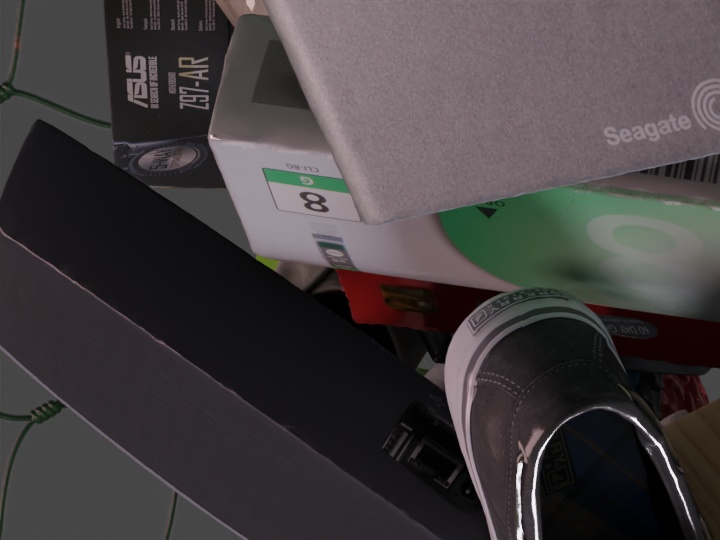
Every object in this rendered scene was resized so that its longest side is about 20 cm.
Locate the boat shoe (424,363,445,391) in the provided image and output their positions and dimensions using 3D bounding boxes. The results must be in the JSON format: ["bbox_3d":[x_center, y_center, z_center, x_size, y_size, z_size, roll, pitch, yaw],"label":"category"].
[{"bbox_3d":[0.045,0.083,1.026,0.072,0.071,0.200,45,174,-10],"label":"boat shoe"}]

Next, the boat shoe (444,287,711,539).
[{"bbox_3d":[0.079,0.095,0.857,0.066,0.070,0.200,-122,13,-55],"label":"boat shoe"}]

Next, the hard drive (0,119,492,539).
[{"bbox_3d":[-0.037,0.043,0.939,0.200,0.042,0.135,35,157,7],"label":"hard drive"}]

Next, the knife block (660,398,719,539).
[{"bbox_3d":[0.156,0.119,0.903,0.200,0.064,0.176,77,167,-78],"label":"knife block"}]

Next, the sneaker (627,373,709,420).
[{"bbox_3d":[0.082,0.079,1.129,0.079,0.095,0.200,66,-156,-22],"label":"sneaker"}]

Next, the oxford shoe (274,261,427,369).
[{"bbox_3d":[0.000,0.000,1.071,0.058,0.075,0.200,95,-168,-47],"label":"oxford shoe"}]

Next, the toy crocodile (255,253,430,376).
[{"bbox_3d":[0.009,-0.034,1.164,0.067,0.062,0.200,30,-121,-37],"label":"toy crocodile"}]

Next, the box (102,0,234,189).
[{"bbox_3d":[-0.063,-0.146,1.001,0.200,0.043,0.160,95,177,-61],"label":"box"}]

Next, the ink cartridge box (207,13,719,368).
[{"bbox_3d":[0.051,-0.001,0.880,0.200,0.161,0.050,72,-151,-60],"label":"ink cartridge box"}]

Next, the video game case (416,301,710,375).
[{"bbox_3d":[0.043,-0.043,1.103,0.143,0.019,0.200,4,-134,-41],"label":"video game case"}]

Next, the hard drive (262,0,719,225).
[{"bbox_3d":[0.023,-0.114,0.712,0.033,0.139,0.200,-46,-62,-49],"label":"hard drive"}]

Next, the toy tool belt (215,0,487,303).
[{"bbox_3d":[0.049,-0.074,0.944,0.125,0.123,0.200,41,175,42],"label":"toy tool belt"}]
